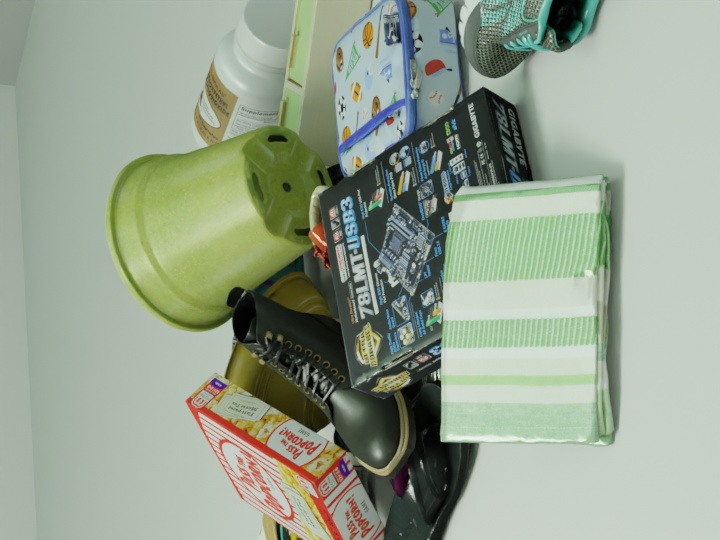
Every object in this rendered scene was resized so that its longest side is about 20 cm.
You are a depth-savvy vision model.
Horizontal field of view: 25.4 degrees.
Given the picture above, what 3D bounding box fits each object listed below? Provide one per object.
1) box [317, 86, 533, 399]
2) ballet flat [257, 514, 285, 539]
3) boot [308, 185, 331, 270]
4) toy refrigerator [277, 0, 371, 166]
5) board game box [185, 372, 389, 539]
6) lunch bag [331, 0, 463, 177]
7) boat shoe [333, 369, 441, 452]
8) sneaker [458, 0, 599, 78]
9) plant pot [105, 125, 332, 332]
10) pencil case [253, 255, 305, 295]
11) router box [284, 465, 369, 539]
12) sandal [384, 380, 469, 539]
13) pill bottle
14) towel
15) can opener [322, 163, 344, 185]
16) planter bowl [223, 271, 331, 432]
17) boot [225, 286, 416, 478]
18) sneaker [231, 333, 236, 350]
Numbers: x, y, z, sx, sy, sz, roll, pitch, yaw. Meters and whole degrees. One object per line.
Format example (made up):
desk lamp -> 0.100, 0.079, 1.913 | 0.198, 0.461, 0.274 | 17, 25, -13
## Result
box -> 0.061, -0.022, 1.347 | 0.198, 0.049, 0.201 | -33, 53, 32
ballet flat -> -0.087, 0.322, 1.754 | 0.063, 0.069, 0.202 | -21, 61, 25
boot -> 0.000, 0.000, 1.507 | 0.075, 0.106, 0.201 | -55, 30, 38
toy refrigerator -> -0.044, -0.221, 1.744 | 0.076, 0.069, 0.202 | -140, 56, -65
board game box -> -0.067, 0.196, 1.529 | 0.199, 0.046, 0.152 | 25, 149, 44
lunch bag -> 0.034, -0.169, 1.527 | 0.200, 0.075, 0.162 | 151, 118, -67
boat shoe -> 0.030, 0.128, 1.495 | 0.200, 0.063, 0.071 | 126, 143, -53
sneaker -> 0.138, -0.202, 1.257 | 0.200, 0.077, 0.092 | 123, 141, -55
plant pot -> -0.133, -0.058, 1.663 | 0.183, 0.199, 0.202 | -24, 62, 40
pencil case -> -0.103, -0.017, 1.846 | 0.085, 0.092, 0.201 | -26, 54, 26
router box -> -0.030, 0.317, 1.637 | 0.149, 0.051, 0.202 | 132, 136, -59
sandal -> 0.052, 0.193, 1.427 | 0.075, 0.048, 0.202 | 39, 129, 42
pill bottle -> -0.125, -0.225, 1.897 | 0.200, 0.113, 0.115 | 119, 148, -48
towel -> 0.127, 0.032, 1.221 | 0.152, 0.023, 0.202 | -3, 84, 38
can opener -> -0.043, -0.079, 1.741 | 0.200, 0.063, 0.079 | -14, 46, 59
planter bowl -> -0.062, 0.110, 1.661 | 0.201, 0.083, 0.201 | -53, -26, -39
boot -> -0.042, 0.099, 1.422 | 0.078, 0.138, 0.200 | -56, 36, 13
sneaker -> -0.097, 0.091, 1.781 | 0.201, 0.065, 0.079 | 85, -160, -45
